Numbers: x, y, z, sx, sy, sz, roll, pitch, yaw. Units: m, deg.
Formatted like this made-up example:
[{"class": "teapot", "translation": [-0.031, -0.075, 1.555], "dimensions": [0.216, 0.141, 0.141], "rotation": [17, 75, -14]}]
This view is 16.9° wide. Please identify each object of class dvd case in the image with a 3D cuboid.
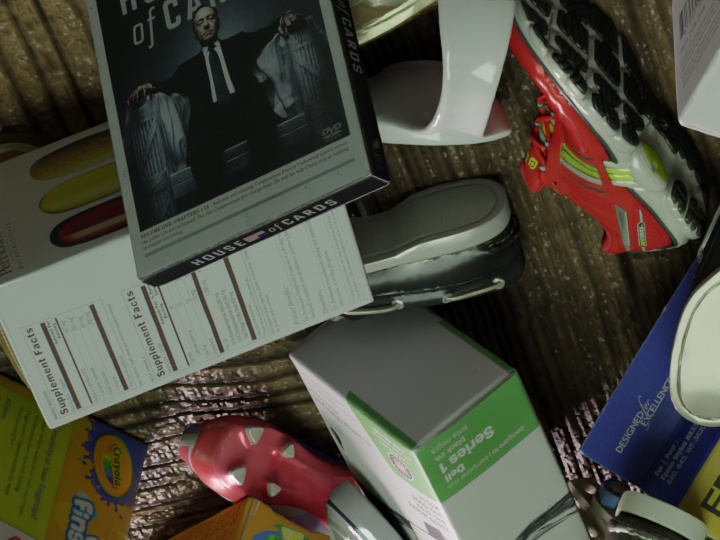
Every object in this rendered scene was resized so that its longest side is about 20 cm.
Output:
[{"class": "dvd case", "translation": [-0.070, -0.110, 1.276], "dimensions": [0.149, 0.202, 0.025], "rotation": [-23, 157, 25]}]

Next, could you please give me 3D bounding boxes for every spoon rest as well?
[{"class": "spoon rest", "translation": [0.042, -0.092, 1.310], "dimensions": [0.098, 0.061, 0.200], "rotation": [3, 167, -7]}]

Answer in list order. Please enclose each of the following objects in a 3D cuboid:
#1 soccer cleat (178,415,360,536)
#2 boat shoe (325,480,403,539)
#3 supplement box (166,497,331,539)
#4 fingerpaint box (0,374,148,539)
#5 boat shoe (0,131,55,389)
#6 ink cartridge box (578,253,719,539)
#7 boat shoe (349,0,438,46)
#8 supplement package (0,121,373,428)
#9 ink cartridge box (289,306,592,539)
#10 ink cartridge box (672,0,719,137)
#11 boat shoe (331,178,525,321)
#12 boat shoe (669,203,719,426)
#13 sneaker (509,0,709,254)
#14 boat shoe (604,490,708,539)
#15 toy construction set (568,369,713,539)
[{"class": "soccer cleat", "translation": [-0.031, 0.151, 1.598], "dimensions": [0.199, 0.067, 0.076], "rotation": [32, 166, -31]}, {"class": "boat shoe", "translation": [0.009, 0.215, 1.550], "dimensions": [0.066, 0.072, 0.201], "rotation": [-37, 139, -13]}, {"class": "supplement box", "translation": [-0.096, 0.211, 1.604], "dimensions": [0.066, 0.069, 0.200], "rotation": [28, 149, -17]}, {"class": "fingerpaint box", "translation": [-0.236, 0.169, 1.536], "dimensions": [0.166, 0.201, 0.073], "rotation": [27, 131, -17]}, {"class": "boat shoe", "translation": [-0.203, 0.014, 1.476], "dimensions": [0.071, 0.077, 0.201], "rotation": [-1, 132, 8]}, {"class": "ink cartridge box", "translation": [0.261, 0.075, 1.425], "dimensions": [0.199, 0.047, 0.199], "rotation": [30, 93, -21]}, {"class": "boat shoe", "translation": [0.017, -0.170, 1.293], "dimensions": [0.199, 0.074, 0.067], "rotation": [-20, 114, 21]}, {"class": "supplement package", "translation": [-0.110, -0.017, 1.368], "dimensions": [0.199, 0.114, 0.110], "rotation": [-22, 130, -5]}, {"class": "ink cartridge box", "translation": [0.057, 0.124, 1.488], "dimensions": [0.084, 0.146, 0.201], "rotation": [-37, 128, -15]}, {"class": "ink cartridge box", "translation": [0.214, -0.172, 1.171], "dimensions": [0.085, 0.201, 0.148], "rotation": [17, 132, -9]}, {"class": "boat shoe", "translation": [0.000, 0.000, 1.444], "dimensions": [0.198, 0.074, 0.061], "rotation": [-15, 124, 9]}, {"class": "boat shoe", "translation": [0.227, -0.008, 1.369], "dimensions": [0.072, 0.063, 0.201], "rotation": [18, 109, -1]}, {"class": "sneaker", "translation": [0.121, -0.076, 1.357], "dimensions": [0.084, 0.077, 0.200], "rotation": [-18, 127, 29]}, {"class": "boat shoe", "translation": [0.172, 0.188, 1.449], "dimensions": [0.072, 0.061, 0.202], "rotation": [20, 164, 16]}, {"class": "toy construction set", "translation": [0.201, 0.127, 1.515], "dimensions": [0.130, 0.093, 0.201], "rotation": [10, 137, -17]}]
